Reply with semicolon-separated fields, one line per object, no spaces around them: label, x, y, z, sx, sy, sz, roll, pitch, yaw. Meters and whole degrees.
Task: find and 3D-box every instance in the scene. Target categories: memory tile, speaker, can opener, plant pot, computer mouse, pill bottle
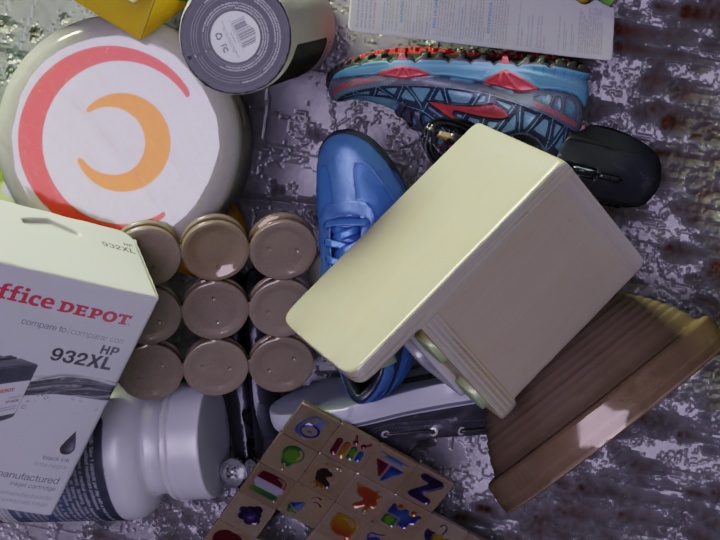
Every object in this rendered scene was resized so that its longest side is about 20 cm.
memory tile;-0.132;0.028;1.339;0.199;0.017;0.154;-3;120;-6
speaker;-0.071;-0.175;1.323;0.081;0.200;0.081;1;99;8
can opener;-0.081;0.098;1.428;0.063;0.079;0.201;-14;86;39
plant pot;0.156;0.078;1.300;0.201;0.201;0.093;-40;83;13
computer mouse;0.136;-0.079;1.321;0.199;0.034;0.059;6;107;-23
pill bottle;-0.210;0.137;1.423;0.199;0.120;0.120;-2;95;12

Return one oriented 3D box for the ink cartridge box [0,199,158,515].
ink cartridge box;-0.250;0.062;1.267;0.145;0.084;0.200;14;117;-31

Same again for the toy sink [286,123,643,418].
toy sink;0.071;0.017;1.242;0.200;0.130;0.112;-45;117;-6

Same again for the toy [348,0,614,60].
toy;0.090;-0.219;1.339;0.199;0.047;0.116;5;86;-9

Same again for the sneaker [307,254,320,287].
sneaker;0.064;0.009;1.374;0.199;0.077;0.112;-20;81;7

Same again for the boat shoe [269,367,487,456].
boat shoe;0.033;0.114;1.389;0.199;0.070;0.066;-11;106;-6

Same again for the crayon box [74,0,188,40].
crayon box;-0.173;-0.244;1.339;0.126;0.200;0.052;32;128;8

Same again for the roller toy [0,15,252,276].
roller toy;-0.173;-0.098;1.383;0.199;0.140;0.183;13;93;1

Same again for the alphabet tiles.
alphabet tiles;0.001;0.202;1.395;0.200;0.008;0.167;29;120;-11

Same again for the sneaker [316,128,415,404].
sneaker;0.000;0.000;1.313;0.066;0.078;0.201;0;110;23

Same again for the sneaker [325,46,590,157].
sneaker;0.070;-0.118;1.361;0.199;0.079;0.096;4;98;12
